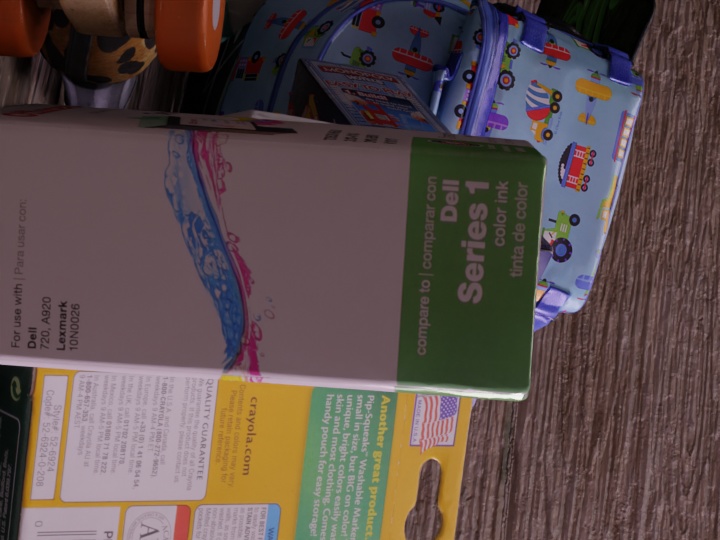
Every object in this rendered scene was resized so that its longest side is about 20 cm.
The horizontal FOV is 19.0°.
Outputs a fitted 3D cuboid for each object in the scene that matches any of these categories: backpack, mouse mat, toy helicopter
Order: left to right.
[{"bbox_3d":[-0.084,-0.157,0.669,0.200,0.078,0.133,84,12,-68],"label":"toy helicopter"},{"bbox_3d":[0.030,-0.072,1.165,0.134,0.199,0.184,7,-103,65],"label":"backpack"},{"bbox_3d":[0.106,-0.077,1.273,0.201,0.007,0.161,-67,-160,5],"label":"mouse mat"}]

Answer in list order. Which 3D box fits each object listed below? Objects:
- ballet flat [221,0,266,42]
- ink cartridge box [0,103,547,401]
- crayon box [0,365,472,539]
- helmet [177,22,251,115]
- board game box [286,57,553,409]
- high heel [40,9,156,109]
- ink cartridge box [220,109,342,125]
[{"bbox_3d":[-0.071,-0.173,1.167,0.200,0.070,0.068,95,2,-66],"label":"ballet flat"},{"bbox_3d":[-0.038,-0.011,0.765,0.145,0.198,0.085,-69,163,-84],"label":"ink cartridge box"},{"bbox_3d":[-0.055,0.095,0.834,0.051,0.199,0.127,15,-81,55],"label":"crayon box"},{"bbox_3d":[-0.015,-0.094,1.319,0.191,0.198,0.201,-83,179,-55],"label":"helmet"},{"bbox_3d":[0.000,0.000,1.034,0.201,0.061,0.201,-109,-144,-47],"label":"board game box"},{"bbox_3d":[-0.077,-0.161,0.848,0.143,0.071,0.201,125,-18,-80],"label":"high heel"},{"bbox_3d":[-0.058,0.011,0.981,0.200,0.084,0.146,178,-79,-68],"label":"ink cartridge box"}]
